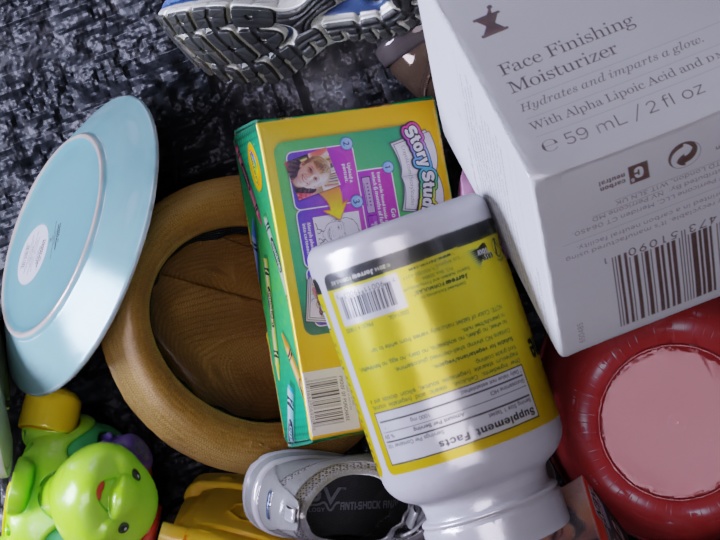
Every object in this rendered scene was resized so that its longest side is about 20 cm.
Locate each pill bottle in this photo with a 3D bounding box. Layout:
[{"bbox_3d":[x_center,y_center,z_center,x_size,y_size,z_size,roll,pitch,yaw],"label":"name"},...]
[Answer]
[{"bbox_3d":[0.051,0.065,1.414,0.112,0.112,0.200,-18,92,13],"label":"pill bottle"}]

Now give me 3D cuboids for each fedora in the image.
[{"bbox_3d":[-0.075,0.037,1.541,0.200,0.082,0.201,2,83,-19],"label":"fedora"}]

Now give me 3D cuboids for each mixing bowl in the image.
[{"bbox_3d":[0.199,0.086,1.492,0.200,0.108,0.201,2,97,12],"label":"mixing bowl"}]

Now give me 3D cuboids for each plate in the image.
[{"bbox_3d":[-0.186,-0.019,1.529,0.026,0.200,0.200,20,102,-28],"label":"plate"}]

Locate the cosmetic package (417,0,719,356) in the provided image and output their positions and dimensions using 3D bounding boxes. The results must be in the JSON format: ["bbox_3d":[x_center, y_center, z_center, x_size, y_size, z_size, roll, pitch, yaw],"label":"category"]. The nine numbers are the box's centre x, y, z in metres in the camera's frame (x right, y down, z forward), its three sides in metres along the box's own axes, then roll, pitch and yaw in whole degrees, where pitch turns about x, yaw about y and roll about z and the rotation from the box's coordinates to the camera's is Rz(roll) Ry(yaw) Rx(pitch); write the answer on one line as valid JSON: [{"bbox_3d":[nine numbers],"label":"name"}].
[{"bbox_3d":[0.143,-0.095,1.381,0.165,0.165,0.200,-22,51,-5],"label":"cosmetic package"}]

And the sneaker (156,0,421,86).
[{"bbox_3d":[-0.038,-0.180,1.537,0.200,0.089,0.079,-11,137,28],"label":"sneaker"}]

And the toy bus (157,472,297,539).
[{"bbox_3d":[-0.085,0.247,1.529,0.135,0.192,0.200,13,100,9],"label":"toy bus"}]

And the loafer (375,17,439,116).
[{"bbox_3d":[0.109,-0.159,1.509,0.200,0.073,0.071,-27,95,23],"label":"loafer"}]

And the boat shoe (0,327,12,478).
[{"bbox_3d":[-0.258,0.076,1.543,0.066,0.199,0.075,-10,120,-4],"label":"boat shoe"}]

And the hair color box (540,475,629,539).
[{"bbox_3d":[0.073,0.221,1.451,0.200,0.111,0.064,-32,119,11],"label":"hair color box"}]

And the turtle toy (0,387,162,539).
[{"bbox_3d":[-0.179,0.152,1.543,0.101,0.200,0.146,13,76,-1],"label":"turtle toy"}]

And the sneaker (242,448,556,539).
[{"bbox_3d":[0.032,0.146,1.490,0.200,0.082,0.075,-5,102,-18],"label":"sneaker"}]

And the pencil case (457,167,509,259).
[{"bbox_3d":[0.161,-0.047,1.500,0.200,0.087,0.088,-2,96,11],"label":"pencil case"}]

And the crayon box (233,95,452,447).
[{"bbox_3d":[0.000,0.000,1.495,0.119,0.058,0.200,-9,87,-19],"label":"crayon box"}]
